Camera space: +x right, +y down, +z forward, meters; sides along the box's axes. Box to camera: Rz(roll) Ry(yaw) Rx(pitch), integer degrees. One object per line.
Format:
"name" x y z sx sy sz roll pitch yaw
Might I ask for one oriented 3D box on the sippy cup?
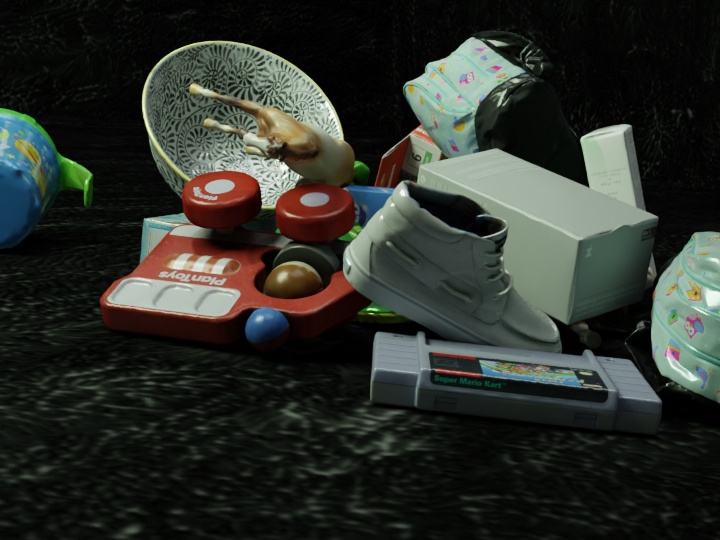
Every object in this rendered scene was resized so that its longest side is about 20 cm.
"sippy cup" -0.373 -0.085 1.355 0.178 0.140 0.130 -32 25 1

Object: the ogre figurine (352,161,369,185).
"ogre figurine" -0.019 -0.076 1.423 0.200 0.098 0.120 17 -6 -19

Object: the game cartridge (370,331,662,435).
"game cartridge" 0.107 0.078 0.958 0.199 0.039 0.130 6 5 0

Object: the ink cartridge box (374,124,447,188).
"ink cartridge box" 0.083 -0.123 1.590 0.050 0.109 0.200 29 40 17

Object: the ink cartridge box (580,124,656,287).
"ink cartridge box" 0.269 -0.046 1.358 0.050 0.201 0.161 -8 6 15

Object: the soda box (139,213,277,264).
"soda box" -0.139 -0.024 1.310 0.068 0.064 0.200 10 9 20

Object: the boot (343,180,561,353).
"boot" 0.092 0.005 1.026 0.200 0.096 0.074 24 33 -21

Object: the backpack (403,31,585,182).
"backpack" 0.136 -0.167 1.407 0.126 0.167 0.200 -28 36 -8

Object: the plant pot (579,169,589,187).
"plant pot" 0.195 -0.088 1.583 0.141 0.142 0.200 19 8 7

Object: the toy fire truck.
"toy fire truck" -0.087 0.010 1.072 0.199 0.112 0.168 8 33 16

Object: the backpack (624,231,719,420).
"backpack" 0.287 0.042 1.008 0.166 0.127 0.200 12 13 14

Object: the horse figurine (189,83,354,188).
"horse figurine" -0.059 -0.104 1.132 0.132 0.050 0.200 22 -3 31

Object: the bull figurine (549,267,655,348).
"bull figurine" 0.172 0.022 1.227 0.199 0.065 0.121 3 15 7

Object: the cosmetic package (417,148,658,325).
"cosmetic package" 0.149 -0.035 1.168 0.107 0.090 0.200 -13 32 -36

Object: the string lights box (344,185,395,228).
"string lights box" 0.038 -0.031 1.345 0.199 0.103 0.059 3 9 -20

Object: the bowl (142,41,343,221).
"bowl" -0.125 -0.117 1.291 0.200 0.201 0.094 2 -33 -25

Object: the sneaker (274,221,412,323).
"sneaker" 0.000 0.000 1.189 0.199 0.084 0.074 9 12 22
